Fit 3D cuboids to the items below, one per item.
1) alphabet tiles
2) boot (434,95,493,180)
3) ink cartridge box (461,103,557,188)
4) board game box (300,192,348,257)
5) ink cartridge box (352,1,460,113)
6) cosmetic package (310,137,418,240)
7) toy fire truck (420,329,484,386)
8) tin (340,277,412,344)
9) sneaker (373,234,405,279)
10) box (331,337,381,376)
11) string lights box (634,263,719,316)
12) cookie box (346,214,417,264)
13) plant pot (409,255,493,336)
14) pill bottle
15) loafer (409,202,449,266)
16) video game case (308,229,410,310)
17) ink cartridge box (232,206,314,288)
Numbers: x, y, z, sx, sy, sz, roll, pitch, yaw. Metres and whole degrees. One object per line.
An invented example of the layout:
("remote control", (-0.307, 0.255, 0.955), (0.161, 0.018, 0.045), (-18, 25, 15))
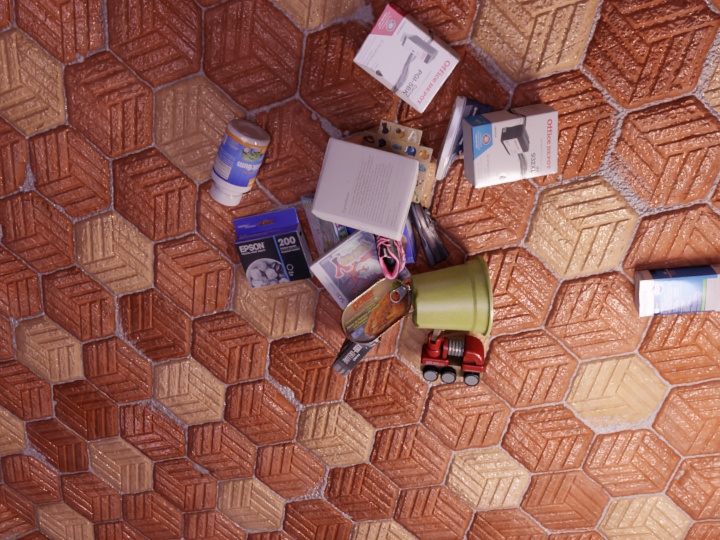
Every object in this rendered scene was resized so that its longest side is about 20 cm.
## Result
("alphabet tiles", (0.074, -0.242, 1.385), (0.164, 0.006, 0.202), (15, 117, 5))
("boot", (0.241, -0.300, 1.396), (0.089, 0.073, 0.202), (15, 117, -2))
("ink cartridge box", (0.339, -0.283, 1.343), (0.197, 0.084, 0.147), (-11, 117, -4))
("board game box", (-0.082, -0.099, 1.539), (0.134, 0.034, 0.202), (18, 131, 53))
("ink cartridge box", (0.106, -0.476, 1.330), (0.199, 0.083, 0.147), (35, 117, -6))
("cosmetic package", (0.014, -0.174, 1.305), (0.197, 0.165, 0.167), (16, 90, 5))
("toy fire truck", (0.256, 0.195, 1.625), (0.173, 0.129, 0.202), (5, 127, 9))
("tin", (0.038, 0.099, 1.476), (0.199, 0.042, 0.113), (-36, 94, -14))
("sneaker", (0.062, -0.070, 1.415), (0.078, 0.096, 0.203), (-9, 112, 17))
("box", (0.008, 0.175, 1.607), (0.050, 0.200, 0.158), (38, 117, -5))
("string lights box", (0.789, 0.050, 1.463), (0.197, 0.059, 0.104), (-5, 114, 14))
("cookie box", (0.044, -0.110, 1.529), (0.169, 0.075, 0.202), (-10, 114, 16))
("plant pot", (0.220, 0.071, 1.492), (0.181, 0.201, 0.203), (-4, 116, -1))
("pill bottle", (-0.313, -0.269, 1.504), (0.111, 0.112, 0.201), (27, 119, -3))
("loafer", (0.175, -0.107, 1.517), (0.062, 0.072, 0.202), (-22, 117, 0))
("video game case", (0.000, 0.000, 1.504), (0.199, 0.023, 0.183), (-35, 112, 7))
("ink cartridge box", (-0.243, -0.059, 1.634), (0.195, 0.044, 0.202), (-10, 112, 17))
